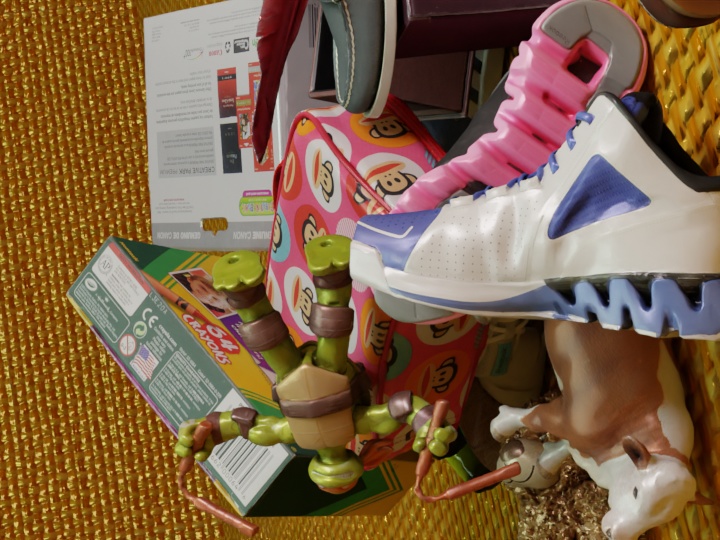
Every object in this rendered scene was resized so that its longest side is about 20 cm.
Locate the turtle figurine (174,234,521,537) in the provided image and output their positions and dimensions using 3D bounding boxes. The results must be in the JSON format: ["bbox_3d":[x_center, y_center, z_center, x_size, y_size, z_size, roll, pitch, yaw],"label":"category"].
[{"bbox_3d":[-0.015,0.062,1.113,0.064,0.200,0.161,-61,-37,-60],"label":"turtle figurine"}]

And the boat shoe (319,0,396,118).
[{"bbox_3d":[-0.017,-0.181,1.109,0.073,0.062,0.200,-131,36,-69],"label":"boat shoe"}]

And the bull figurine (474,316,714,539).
[{"bbox_3d":[0.123,0.051,1.063,0.121,0.065,0.200,-19,67,45],"label":"bull figurine"}]

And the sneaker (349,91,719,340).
[{"bbox_3d":[0.101,-0.031,0.972,0.081,0.199,0.115,5,-89,-64],"label":"sneaker"}]

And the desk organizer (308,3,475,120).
[{"bbox_3d":[0.028,-0.197,1.240,0.072,0.077,0.200,3,85,59],"label":"desk organizer"}]

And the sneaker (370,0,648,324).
[{"bbox_3d":[0.076,-0.054,1.076,0.079,0.200,0.095,39,178,-6],"label":"sneaker"}]

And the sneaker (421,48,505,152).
[{"bbox_3d":[0.047,-0.143,1.322,0.075,0.084,0.200,-118,24,-62],"label":"sneaker"}]

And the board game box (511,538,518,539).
[{"bbox_3d":[0.083,0.296,1.353,0.103,0.105,0.200,105,155,-60],"label":"board game box"}]

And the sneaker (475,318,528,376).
[{"bbox_3d":[0.084,0.017,1.218,0.200,0.075,0.087,-37,66,60],"label":"sneaker"}]

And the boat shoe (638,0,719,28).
[{"bbox_3d":[0.135,-0.197,0.888,0.070,0.070,0.200,138,133,-68],"label":"boat shoe"}]

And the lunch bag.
[{"bbox_3d":[0.000,0.000,1.201,0.176,0.082,0.200,51,144,36],"label":"lunch bag"}]

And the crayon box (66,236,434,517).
[{"bbox_3d":[-0.069,0.070,1.300,0.058,0.173,0.200,-51,63,17],"label":"crayon box"}]

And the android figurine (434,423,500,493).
[{"bbox_3d":[0.026,0.067,1.395,0.182,0.041,0.200,43,-174,-48],"label":"android figurine"}]

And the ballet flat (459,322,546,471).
[{"bbox_3d":[0.089,0.030,1.306,0.072,0.068,0.200,136,132,-55],"label":"ballet flat"}]

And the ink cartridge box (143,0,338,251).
[{"bbox_3d":[-0.073,-0.101,1.431,0.200,0.084,0.176,2,94,57],"label":"ink cartridge box"}]

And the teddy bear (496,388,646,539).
[{"bbox_3d":[0.122,0.170,1.181,0.145,0.067,0.200,-151,54,-73],"label":"teddy bear"}]

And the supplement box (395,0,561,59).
[{"bbox_3d":[0.058,-0.230,1.149,0.086,0.110,0.200,138,125,-76],"label":"supplement box"}]

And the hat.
[{"bbox_3d":[-0.013,-0.211,1.282,0.176,0.200,0.166,56,-156,-7],"label":"hat"}]
